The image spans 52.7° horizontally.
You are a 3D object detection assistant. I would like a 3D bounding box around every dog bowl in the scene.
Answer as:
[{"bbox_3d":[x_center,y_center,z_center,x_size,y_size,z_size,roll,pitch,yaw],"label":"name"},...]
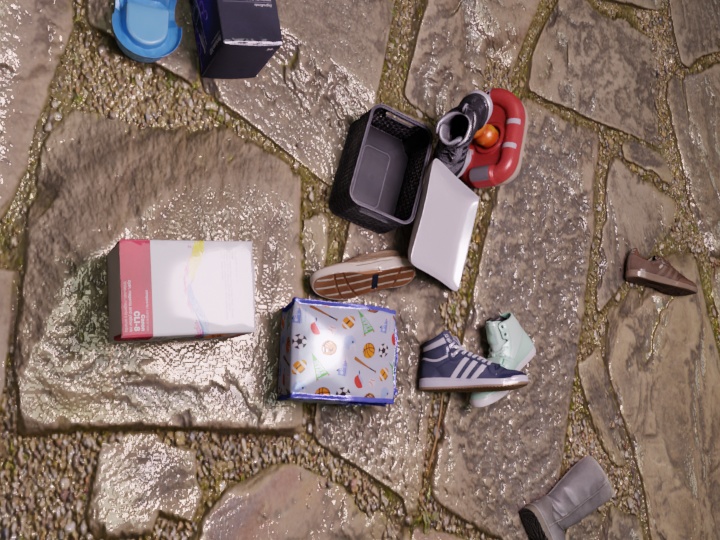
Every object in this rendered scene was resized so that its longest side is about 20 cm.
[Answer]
[{"bbox_3d":[-0.356,-0.440,1.208,0.111,0.050,0.201,4,80,-26],"label":"dog bowl"}]

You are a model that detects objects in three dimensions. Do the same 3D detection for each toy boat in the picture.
[{"bbox_3d":[0.243,-0.268,1.422,0.131,0.130,0.201,28,68,-42],"label":"toy boat"}]

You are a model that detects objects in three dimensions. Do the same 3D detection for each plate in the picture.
[{"bbox_3d":[0.151,-0.081,1.365,0.199,0.032,0.201,29,72,-54],"label":"plate"}]

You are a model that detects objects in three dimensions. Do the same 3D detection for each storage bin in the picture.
[{"bbox_3d":[0.038,-0.184,1.337,0.135,0.094,0.201,21,72,-22],"label":"storage bin"}]

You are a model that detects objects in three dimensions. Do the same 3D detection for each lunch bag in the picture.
[{"bbox_3d":[-0.034,0.142,1.231,0.199,0.124,0.171,5,78,-18],"label":"lunch bag"}]

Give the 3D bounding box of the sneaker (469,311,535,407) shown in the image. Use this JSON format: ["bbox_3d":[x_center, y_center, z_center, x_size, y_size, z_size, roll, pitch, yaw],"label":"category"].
[{"bbox_3d":[0.249,0.165,1.391,0.200,0.074,0.118,-42,107,-36],"label":"sneaker"}]

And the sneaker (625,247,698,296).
[{"bbox_3d":[0.685,0.004,1.640,0.199,0.070,0.076,15,74,-24],"label":"sneaker"}]

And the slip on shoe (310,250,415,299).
[{"bbox_3d":[0.000,0.000,1.308,0.199,0.076,0.061,-11,46,-20],"label":"slip on shoe"}]

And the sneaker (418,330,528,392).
[{"bbox_3d":[0.203,0.164,1.324,0.070,0.199,0.109,40,48,-63],"label":"sneaker"}]

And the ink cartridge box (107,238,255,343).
[{"bbox_3d":[-0.275,0.034,1.113,0.199,0.145,0.145,-1,82,-26],"label":"ink cartridge box"}]

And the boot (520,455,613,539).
[{"bbox_3d":[0.422,0.490,1.435,0.200,0.072,0.182,-22,93,-34],"label":"boot"}]

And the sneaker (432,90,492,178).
[{"bbox_3d":[0.166,-0.233,1.340,0.075,0.200,0.114,34,34,14],"label":"sneaker"}]

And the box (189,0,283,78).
[{"bbox_3d":[-0.216,-0.444,1.223,0.104,0.148,0.201,-8,84,-27],"label":"box"}]
